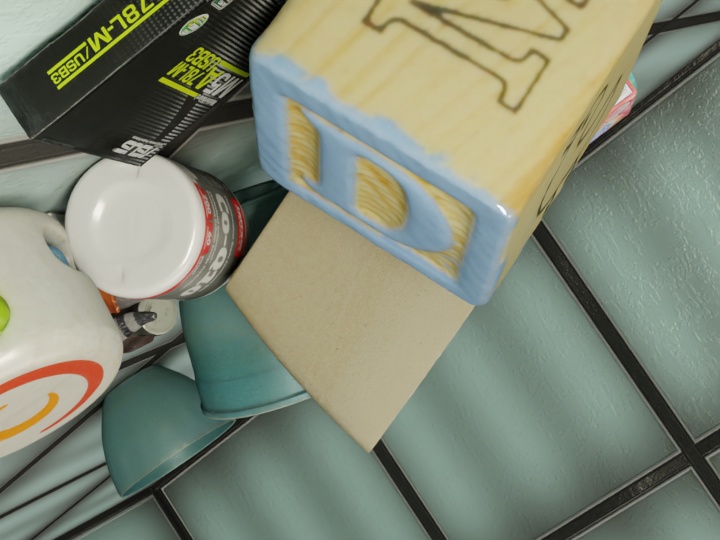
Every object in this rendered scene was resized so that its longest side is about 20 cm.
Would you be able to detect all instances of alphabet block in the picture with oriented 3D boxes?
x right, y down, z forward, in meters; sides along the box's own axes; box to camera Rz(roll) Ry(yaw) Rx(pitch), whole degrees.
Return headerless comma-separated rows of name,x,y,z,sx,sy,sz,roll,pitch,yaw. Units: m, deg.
alphabet block,0.060,-0.129,0.981,0.201,0.195,0.196,-55,172,-15

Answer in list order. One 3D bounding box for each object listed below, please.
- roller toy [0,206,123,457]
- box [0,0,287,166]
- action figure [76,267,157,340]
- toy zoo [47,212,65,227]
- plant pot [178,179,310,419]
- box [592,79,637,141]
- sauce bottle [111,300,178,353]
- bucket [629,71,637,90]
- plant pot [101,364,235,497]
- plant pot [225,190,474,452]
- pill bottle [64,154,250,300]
roller toy,-0.280,0.047,1.084,0.181,0.141,0.200,-12,154,-46
box,-0.113,-0.147,0.951,0.193,0.048,0.200,-39,173,7
action figure,-0.275,0.072,1.275,0.194,0.105,0.200,-47,173,17
toy zoo,-0.281,0.000,1.252,0.131,0.021,0.200,-36,173,9
plant pot,-0.093,0.017,1.443,0.198,0.190,0.200,-19,-169,4
box,0.119,-0.181,1.173,0.102,0.201,0.095,-37,173,3
sauce bottle,-0.233,0.048,1.420,0.066,0.067,0.199,-31,-172,-29
bucket,0.142,-0.183,1.324,0.134,0.208,0.207,-39,173,4
plant pot,-0.301,0.219,2.165,0.199,0.135,0.200,-34,173,-5
plant pot,0.000,0.000,1.265,0.201,0.176,0.200,-54,-178,11
pill bottle,-0.158,-0.032,1.227,0.113,0.114,0.200,-35,173,7
